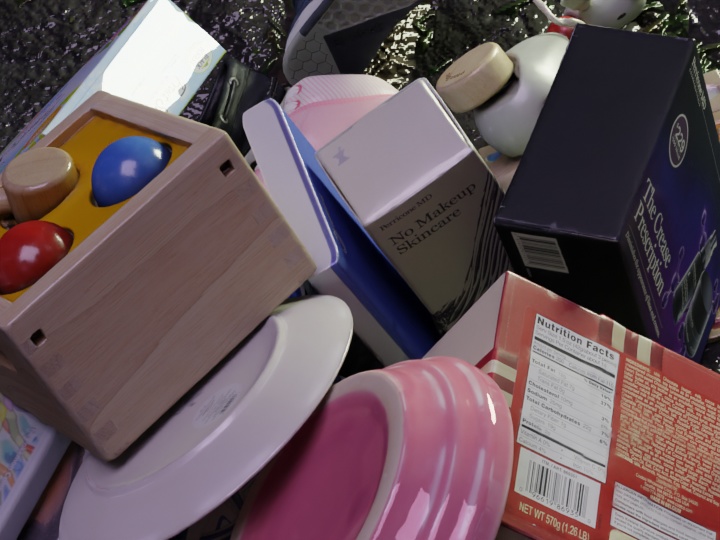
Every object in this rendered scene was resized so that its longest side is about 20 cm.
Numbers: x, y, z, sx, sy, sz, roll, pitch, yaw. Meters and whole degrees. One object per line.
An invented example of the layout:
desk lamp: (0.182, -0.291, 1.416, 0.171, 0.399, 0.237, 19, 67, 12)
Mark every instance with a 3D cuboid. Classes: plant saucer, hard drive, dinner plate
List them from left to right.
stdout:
dinner plate: (-0.089, 0.077, 1.183, 0.200, 0.024, 0.200, -34, 22, 16)
plant saucer: (-0.007, 0.126, 1.089, 0.201, 0.051, 0.201, -45, 26, 29)
hard drive: (0.000, 0.000, 1.328, 0.025, 0.200, 0.132, -29, 52, 9)

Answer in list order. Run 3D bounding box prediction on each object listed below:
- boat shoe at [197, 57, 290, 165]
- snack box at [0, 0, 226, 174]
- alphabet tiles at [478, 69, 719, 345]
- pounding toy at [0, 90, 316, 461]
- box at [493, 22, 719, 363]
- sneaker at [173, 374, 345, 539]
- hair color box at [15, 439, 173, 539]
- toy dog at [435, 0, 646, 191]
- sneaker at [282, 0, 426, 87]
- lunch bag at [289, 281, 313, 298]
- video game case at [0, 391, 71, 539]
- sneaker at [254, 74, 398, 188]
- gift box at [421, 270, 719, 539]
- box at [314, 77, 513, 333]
boat shoe: (-0.117, -0.064, 1.479, 0.066, 0.074, 0.199, 40, 68, -11)
snack box: (-0.192, -0.065, 1.426, 0.200, 0.068, 0.169, -40, 14, 43)
alphabet tiles: (0.176, -0.029, 1.413, 0.167, 0.008, 0.200, -18, 52, 5)
pounding toy: (-0.171, -0.012, 1.221, 0.184, 0.142, 0.200, -43, 31, -16)
box: (0.154, -0.024, 1.285, 0.079, 0.200, 0.141, 9, 61, 24)
sneaker: (-0.051, 0.133, 1.245, 0.088, 0.075, 0.200, 12, 61, 4)
hair color box: (-0.161, 0.176, 1.251, 0.111, 0.064, 0.200, -10, 50, 11)
toy dog: (0.136, -0.139, 1.431, 0.096, 0.132, 0.200, -9, 53, 50)
sneaker: (0.018, -0.230, 1.512, 0.202, 0.077, 0.146, -42, 28, 33)
lunch bag: (-0.120, 0.053, 1.369, 0.200, 0.076, 0.161, -19, 84, 10)
video game case: (-0.242, 0.076, 1.305, 0.182, 0.022, 0.200, 7, 53, 28)
sneaker: (-0.043, -0.059, 1.464, 0.200, 0.075, 0.105, -31, 54, -11)
gift box: (0.079, 0.143, 1.173, 0.184, 0.187, 0.200, 29, 47, -12)
box: (0.055, -0.022, 1.322, 0.082, 0.200, 0.068, -36, 54, 4)
